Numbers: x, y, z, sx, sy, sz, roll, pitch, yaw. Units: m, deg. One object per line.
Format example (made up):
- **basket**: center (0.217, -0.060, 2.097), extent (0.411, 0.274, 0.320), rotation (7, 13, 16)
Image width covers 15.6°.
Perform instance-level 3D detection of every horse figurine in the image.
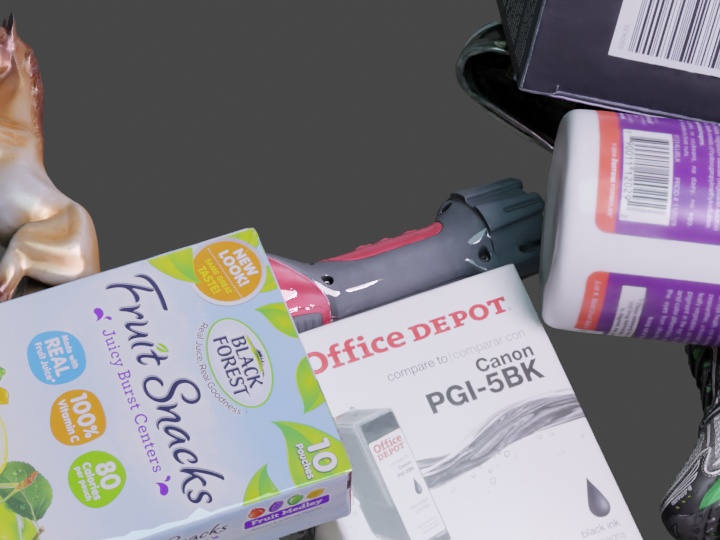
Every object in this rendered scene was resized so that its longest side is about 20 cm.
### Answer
- **horse figurine**: center (-0.186, -0.024, 1.332), extent (0.132, 0.050, 0.200), rotation (-25, 69, -28)

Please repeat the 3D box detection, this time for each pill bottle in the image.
- **pill bottle**: center (0.194, -0.016, 1.315), extent (0.199, 0.111, 0.112), rotation (7, 64, -1)

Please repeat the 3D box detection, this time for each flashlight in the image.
- **flashlight**: center (0.000, 0.000, 1.361), extent (0.200, 0.068, 0.068), rotation (-19, 87, -24)

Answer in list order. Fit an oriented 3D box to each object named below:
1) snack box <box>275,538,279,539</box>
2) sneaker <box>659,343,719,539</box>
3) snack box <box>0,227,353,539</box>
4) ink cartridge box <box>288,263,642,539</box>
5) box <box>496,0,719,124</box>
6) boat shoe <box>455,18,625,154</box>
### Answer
- **snack box**: center (-0.091, 0.151, 1.249), extent (0.116, 0.037, 0.200), rotation (-19, 59, -36)
- **sneaker**: center (0.198, 0.062, 1.376), extent (0.085, 0.078, 0.200), rotation (26, 54, 8)
- **snack box**: center (-0.120, 0.075, 1.221), extent (0.199, 0.053, 0.142), rotation (-17, 62, -12)
- **ink cartridge box**: center (0.044, 0.115, 1.303), extent (0.146, 0.083, 0.200), rotation (-18, 71, -19)
- **box**: center (0.155, -0.164, 1.394), extent (0.148, 0.105, 0.200), rotation (11, 25, -7)
- **boat shoe**: center (0.142, -0.072, 1.411), extent (0.200, 0.071, 0.064), rotation (23, 18, 6)
